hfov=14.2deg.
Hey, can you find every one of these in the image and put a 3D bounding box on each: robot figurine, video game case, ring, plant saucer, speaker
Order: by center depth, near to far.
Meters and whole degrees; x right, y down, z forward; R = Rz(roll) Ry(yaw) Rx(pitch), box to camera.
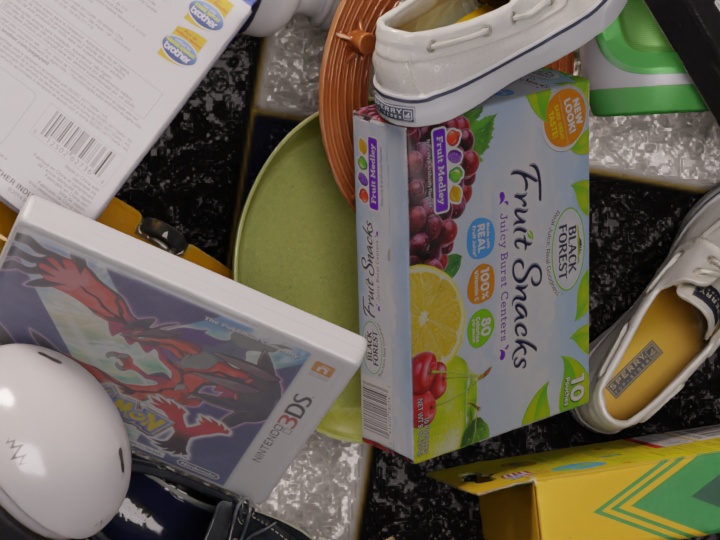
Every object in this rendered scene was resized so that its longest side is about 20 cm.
[{"bbox_3d":[-0.220,0.125,1.595,0.200,0.125,0.150,-35,134,19],"label":"robot figurine"},{"bbox_3d":[-0.116,0.049,1.604,0.199,0.182,0.023,24,55,-7],"label":"video game case"},{"bbox_3d":[0.056,-0.109,1.667,0.200,0.019,0.201,-13,110,-39],"label":"ring"},{"bbox_3d":[0.000,0.000,1.679,0.199,0.031,0.201,-1,91,-38],"label":"plant saucer"},{"bbox_3d":[0.170,-0.194,1.718,0.088,0.088,0.201,-3,92,-13],"label":"speaker"}]

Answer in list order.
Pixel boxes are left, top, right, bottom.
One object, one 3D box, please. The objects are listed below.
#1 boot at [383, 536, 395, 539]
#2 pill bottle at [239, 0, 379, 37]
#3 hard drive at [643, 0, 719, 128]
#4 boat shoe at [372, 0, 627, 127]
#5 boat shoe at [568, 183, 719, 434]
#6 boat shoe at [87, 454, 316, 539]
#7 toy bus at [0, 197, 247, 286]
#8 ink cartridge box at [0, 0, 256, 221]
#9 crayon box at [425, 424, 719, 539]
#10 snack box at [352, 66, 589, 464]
[{"bbox_3d":[-0.003,0.267,1.634,0.144,0.071,0.201,41,90,10],"label":"boot"},{"bbox_3d":[-0.085,-0.197,1.643,0.199,0.111,0.111,14,88,-14],"label":"pill bottle"},{"bbox_3d":[0.223,-0.176,1.686,0.200,0.038,0.140,53,55,-30],"label":"hard drive"},{"bbox_3d":[0.078,-0.161,1.603,0.202,0.074,0.086,-32,131,-33],"label":"boat shoe"},{"bbox_3d":[0.203,0.018,1.736,0.200,0.070,0.071,-46,100,-8],"label":"boat shoe"},{"bbox_3d":[-0.089,0.162,1.675,0.200,0.062,0.075,30,83,-14],"label":"boat shoe"},{"bbox_3d":[-0.164,-0.014,1.642,0.200,0.078,0.065,31,75,-12],"label":"toy bus"},{"bbox_3d":[-0.145,-0.125,1.567,0.119,0.042,0.200,37,96,-11],"label":"ink cartridge box"},{"bbox_3d":[0.150,0.131,1.698,0.199,0.127,0.051,-8,93,-12],"label":"crayon box"},{"bbox_3d":[0.066,-0.005,1.655,0.142,0.053,0.201,-17,115,-38],"label":"snack box"}]
